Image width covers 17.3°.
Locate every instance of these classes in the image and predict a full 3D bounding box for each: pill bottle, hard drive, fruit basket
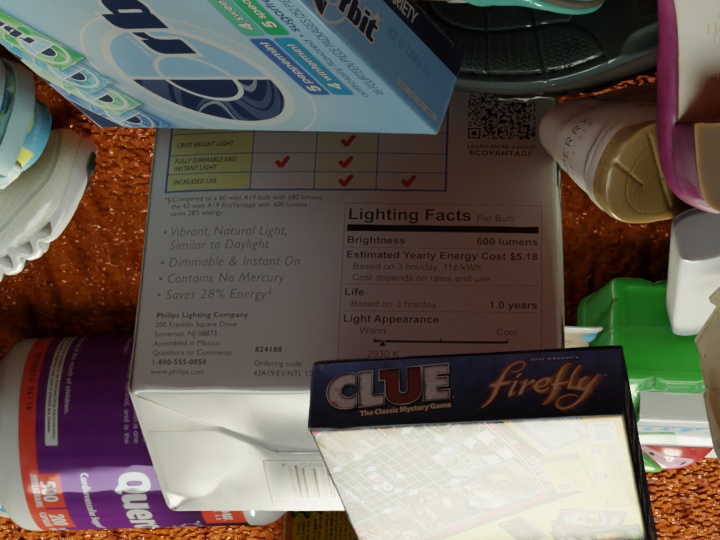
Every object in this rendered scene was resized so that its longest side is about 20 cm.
[{"bbox_3d":[-0.107,0.092,1.369,0.198,0.113,0.113,-2,147,9],"label":"pill bottle"},{"bbox_3d":[0.215,-0.009,1.153,0.131,0.027,0.200,-13,168,4],"label":"hard drive"},{"bbox_3d":[0.186,0.078,1.342,0.184,0.094,0.200,3,150,1],"label":"fruit basket"}]

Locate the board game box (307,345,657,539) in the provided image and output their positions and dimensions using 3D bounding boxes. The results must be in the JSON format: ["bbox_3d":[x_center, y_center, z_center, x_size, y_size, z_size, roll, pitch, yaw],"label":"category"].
[{"bbox_3d":[0.061,0.099,1.070,0.134,0.035,0.200,-3,149,10],"label":"board game box"}]

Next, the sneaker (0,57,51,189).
[{"bbox_3d":[-0.199,-0.095,1.112,0.130,0.080,0.200,14,164,-17],"label":"sneaker"}]

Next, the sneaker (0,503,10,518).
[{"bbox_3d":[-0.153,0.131,1.473,0.198,0.075,0.087,0,152,6],"label":"sneaker"}]

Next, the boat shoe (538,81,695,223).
[{"bbox_3d":[0.165,-0.066,1.130,0.199,0.069,0.071,-1,118,-44],"label":"boat shoe"}]

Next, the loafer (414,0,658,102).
[{"bbox_3d":[0.118,-0.109,1.086,0.199,0.072,0.063,-11,150,17],"label":"loafer"}]

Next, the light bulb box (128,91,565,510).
[{"bbox_3d":[0.000,0.000,1.139,0.197,0.201,0.125,0,148,4],"label":"light bulb box"}]

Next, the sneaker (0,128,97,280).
[{"bbox_3d":[-0.226,-0.034,1.231,0.199,0.075,0.081,-18,132,28],"label":"sneaker"}]

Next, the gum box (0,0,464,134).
[{"bbox_3d":[-0.082,-0.118,1.014,0.199,0.045,0.170,5,156,37],"label":"gum box"}]

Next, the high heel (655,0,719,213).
[{"bbox_3d":[0.155,-0.124,1.013,0.067,0.202,0.096,-6,-172,1],"label":"high heel"}]

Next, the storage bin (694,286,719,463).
[{"bbox_3d":[0.281,0.026,1.048,0.199,0.094,0.199,6,148,-24],"label":"storage bin"}]

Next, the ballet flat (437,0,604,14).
[{"bbox_3d":[0.020,-0.154,1.019,0.199,0.068,0.070,21,146,-37],"label":"ballet flat"}]

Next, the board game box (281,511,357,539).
[{"bbox_3d":[0.045,0.240,1.501,0.198,0.201,0.200,4,147,0],"label":"board game box"}]
